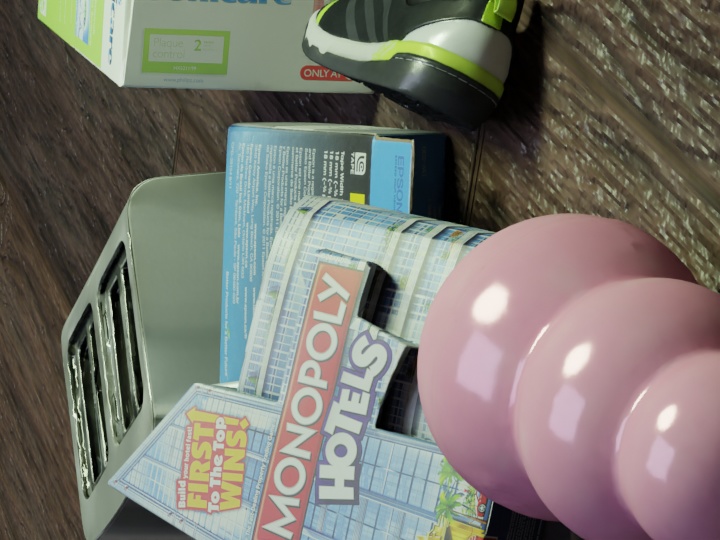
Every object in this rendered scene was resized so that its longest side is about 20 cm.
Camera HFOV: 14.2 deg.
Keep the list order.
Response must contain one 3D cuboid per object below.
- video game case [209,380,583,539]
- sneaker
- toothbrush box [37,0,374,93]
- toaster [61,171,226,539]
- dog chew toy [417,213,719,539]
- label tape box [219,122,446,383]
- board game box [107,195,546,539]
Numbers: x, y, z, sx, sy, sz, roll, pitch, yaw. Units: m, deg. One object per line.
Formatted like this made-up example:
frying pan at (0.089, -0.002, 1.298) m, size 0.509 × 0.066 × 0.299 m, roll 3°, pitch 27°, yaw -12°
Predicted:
video game case at (0.013, 0.133, 1.330) m, size 0.199 × 0.023 × 0.183 m, roll -9°, pitch 79°, yaw 28°
sneaker at (0.035, -0.120, 1.418) m, size 0.083 × 0.071 × 0.200 m, roll -64°, pitch 23°, yaw 1°
toothbrush box at (-0.087, -0.159, 1.609) m, size 0.200 × 0.145 × 0.087 m, roll -145°, pitch 57°, yaw -66°
toaster at (-0.092, 0.062, 1.667) m, size 0.181 × 0.118 × 0.201 m, roll 125°, pitch 141°, yaw -59°
dog chew toy at (0.106, 0.053, 1.120) m, size 0.200 × 0.124 × 0.125 m, roll 33°, pitch 121°, yaw 57°
label tape box at (0.000, 0.000, 1.477) m, size 0.200 × 0.063 × 0.145 m, roll 10°, pitch 99°, yaw 60°
board game box at (-0.009, 0.069, 1.304) m, size 0.199 × 0.062 × 0.201 m, roll 12°, pitch 89°, yaw 30°
